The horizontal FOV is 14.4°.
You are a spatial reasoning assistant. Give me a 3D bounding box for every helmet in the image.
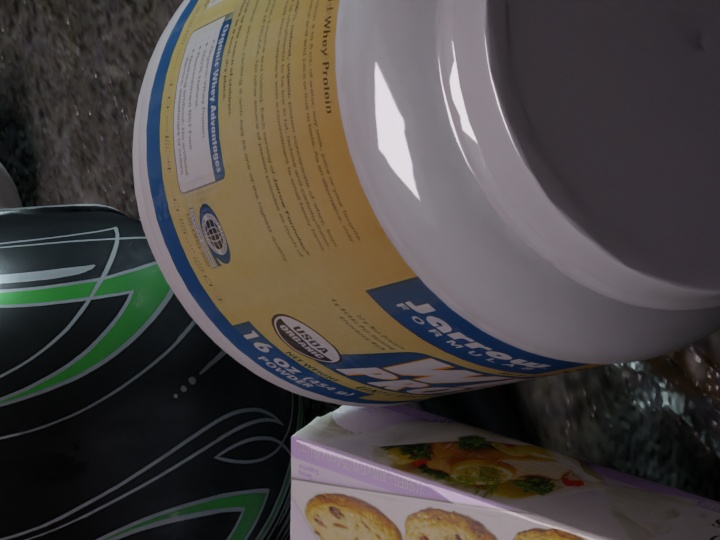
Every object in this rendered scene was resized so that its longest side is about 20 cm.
[{"bbox_3d":[-0.113,0.072,1.032,0.200,0.190,0.201,177,90,-85],"label":"helmet"}]

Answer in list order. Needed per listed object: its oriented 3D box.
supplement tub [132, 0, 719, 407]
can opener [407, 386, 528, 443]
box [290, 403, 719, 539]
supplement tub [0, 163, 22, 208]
[{"bbox_3d":[0.037,-0.042,0.771,0.200,0.144,0.145,-16,87,62],"label":"supplement tub"},{"bbox_3d":[0.000,0.000,0.941,0.079,0.063,0.201,-49,58,56],"label":"can opener"},{"bbox_3d":[0.068,0.082,0.799,0.199,0.039,0.042,17,119,32],"label":"box"},{"bbox_3d":[-0.249,-0.050,1.304,0.200,0.132,0.132,45,139,43],"label":"supplement tub"}]
